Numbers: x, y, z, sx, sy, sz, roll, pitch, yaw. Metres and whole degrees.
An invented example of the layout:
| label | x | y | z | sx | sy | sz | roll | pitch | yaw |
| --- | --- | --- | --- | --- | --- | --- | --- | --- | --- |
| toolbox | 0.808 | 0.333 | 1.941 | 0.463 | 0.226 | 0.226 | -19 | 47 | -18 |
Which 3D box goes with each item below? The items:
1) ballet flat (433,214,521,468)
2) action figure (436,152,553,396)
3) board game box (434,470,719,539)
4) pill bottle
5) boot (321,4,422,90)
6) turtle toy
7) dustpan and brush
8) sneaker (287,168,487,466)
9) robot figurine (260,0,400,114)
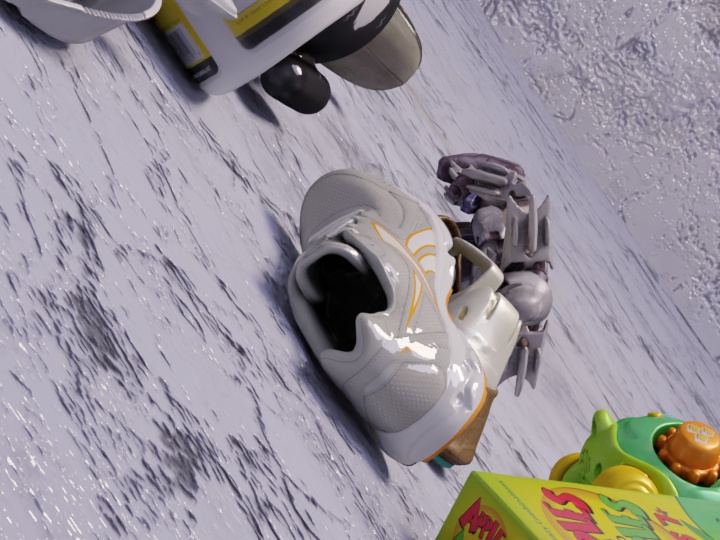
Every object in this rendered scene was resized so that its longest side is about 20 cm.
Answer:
| label | x | y | z | sx | sy | sz | roll | pitch | yaw |
| --- | --- | --- | --- | --- | --- | --- | --- | --- | --- |
| ballet flat | 0.047 | 0.027 | 1.569 | 0.068 | 0.072 | 0.200 | 49 | 11 | -26 |
| action figure | 0.071 | -0.005 | 1.690 | 0.069 | 0.131 | 0.200 | 12 | 16 | -11 |
| board game box | 0.140 | 0.149 | 1.385 | 0.199 | 0.048 | 0.102 | 11 | 25 | -41 |
| pill bottle | -0.088 | -0.199 | 1.518 | 0.201 | 0.112 | 0.112 | 56 | 9 | -7 |
| boot | -0.034 | -0.162 | 1.866 | 0.200 | 0.068 | 0.131 | 44 | 18 | -25 |
| turtle toy | 0.199 | 0.159 | 1.722 | 0.201 | 0.101 | 0.146 | 54 | -7 | -7 |
| dustpan and brush | -0.118 | -0.145 | 1.333 | 0.140 | 0.057 | 0.200 | 61 | 10 | 30 |
| sneaker | 0.000 | 0.000 | 1.427 | 0.092 | 0.076 | 0.200 | 44 | 13 | -35 |
| robot figurine | -0.038 | -0.183 | 1.676 | 0.150 | 0.125 | 0.200 | 49 | 7 | 10 |
